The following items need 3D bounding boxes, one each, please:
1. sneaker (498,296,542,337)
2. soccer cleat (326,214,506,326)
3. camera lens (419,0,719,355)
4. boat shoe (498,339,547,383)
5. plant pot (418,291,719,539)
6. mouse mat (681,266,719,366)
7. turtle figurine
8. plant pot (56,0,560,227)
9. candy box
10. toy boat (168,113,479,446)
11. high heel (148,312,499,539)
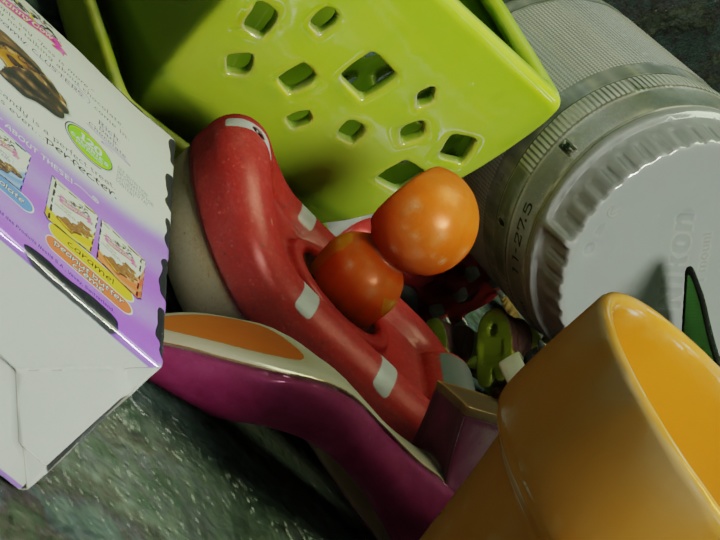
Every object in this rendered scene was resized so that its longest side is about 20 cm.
[{"bbox_3d":[0.186,0.057,1.387,0.200,0.088,0.076,43,18,-17],"label":"sneaker"},{"bbox_3d":[0.028,-0.017,1.158,0.199,0.068,0.086,16,40,-57],"label":"soccer cleat"},{"bbox_3d":[0.129,-0.052,1.064,0.160,0.160,0.200,37,10,-37],"label":"camera lens"},{"bbox_3d":[0.137,0.089,0.924,0.200,0.066,0.075,51,9,-38],"label":"boat shoe"},{"bbox_3d":[0.086,0.143,0.692,0.200,0.183,0.201,44,16,-16],"label":"plant pot"},{"bbox_3d":[0.178,0.118,0.943,0.201,0.007,0.162,-94,179,-47],"label":"mouse mat"},{"bbox_3d":[0.124,0.061,1.113,0.160,0.065,0.199,18,-3,-37],"label":"turtle figurine"},{"bbox_3d":[-0.042,-0.131,1.010,0.199,0.181,0.201,37,18,-39],"label":"plant pot"},{"bbox_3d":[-0.151,-0.042,0.692,0.168,0.071,0.200,43,16,-21],"label":"candy box"},{"bbox_3d":[0.000,0.000,0.904,0.200,0.131,0.131,44,15,-20],"label":"toy boat"},{"bbox_3d":[-0.026,0.082,0.824,0.199,0.097,0.067,16,12,-31],"label":"high heel"}]
